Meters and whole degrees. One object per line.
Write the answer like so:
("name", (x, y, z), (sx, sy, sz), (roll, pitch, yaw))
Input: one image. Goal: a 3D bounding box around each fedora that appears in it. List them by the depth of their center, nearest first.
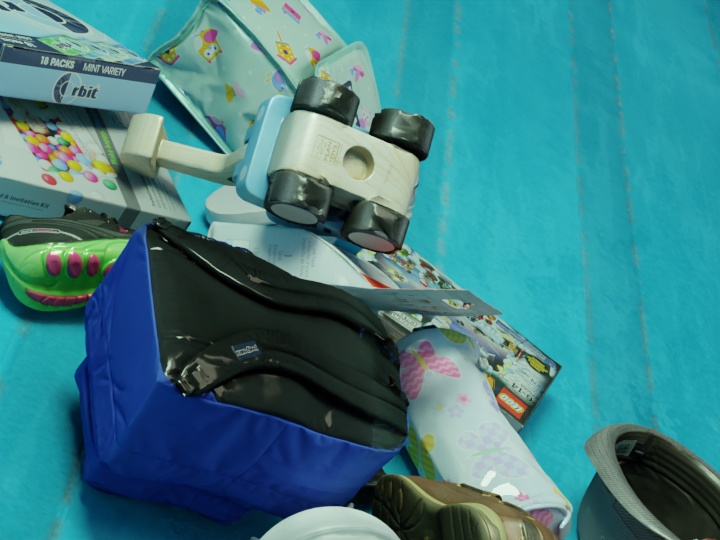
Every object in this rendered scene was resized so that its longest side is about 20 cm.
("fedora", (0.239, 0.212, 1.523), (0.176, 0.091, 0.200), (16, 27, -37))

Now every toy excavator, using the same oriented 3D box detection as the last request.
("toy excavator", (-0.068, -0.076, 1.457), (0.193, 0.200, 0.101), (21, 74, -21))

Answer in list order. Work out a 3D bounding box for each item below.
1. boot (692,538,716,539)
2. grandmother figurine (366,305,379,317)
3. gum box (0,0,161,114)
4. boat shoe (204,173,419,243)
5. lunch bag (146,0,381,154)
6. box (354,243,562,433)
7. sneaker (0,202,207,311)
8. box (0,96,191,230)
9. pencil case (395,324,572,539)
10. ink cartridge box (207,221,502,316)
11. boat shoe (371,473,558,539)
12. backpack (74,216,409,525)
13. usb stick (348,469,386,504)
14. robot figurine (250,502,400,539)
("boot", (0.188, 0.224, 1.386), (0.199, 0.145, 0.073), (27, 28, -16))
("grandmother figurine", (-0.068, 0.039, 1.410), (0.199, 0.061, 0.121), (6, 31, -38))
("gum box", (-0.286, -0.190, 1.542), (0.199, 0.045, 0.169), (32, 17, 34))
("boat shoe", (-0.040, -0.050, 1.641), (0.199, 0.066, 0.072), (-16, 30, -32))
("lunch bag", (-0.070, -0.166, 1.745), (0.200, 0.122, 0.170), (46, 25, -1))
("box", (0.067, 0.057, 1.629), (0.200, 0.040, 0.137), (38, 28, 4))
("sneaker", (-0.182, -0.016, 1.421), (0.199, 0.077, 0.084), (7, 36, -49))
("box", (-0.245, -0.093, 1.509), (0.199, 0.041, 0.156), (13, 34, -36))
("pencil case", (0.084, 0.135, 1.473), (0.090, 0.083, 0.201), (-7, 46, -24))
("ink cartridge box", (0.000, 0.000, 1.465), (0.198, 0.048, 0.160), (3, -7, 14))
("boat shoe", (0.066, 0.181, 1.313), (0.067, 0.073, 0.200), (3, 1, -24))
("backpack", (-0.080, 0.079, 1.274), (0.199, 0.168, 0.163), (16, 45, -28))
("usb stick", (-0.043, 0.094, 1.451), (0.055, 0.033, 0.200), (13, 34, -49))
("robot figurine", (-0.010, 0.227, 1.184), (0.168, 0.113, 0.201), (-9, 43, -15))
